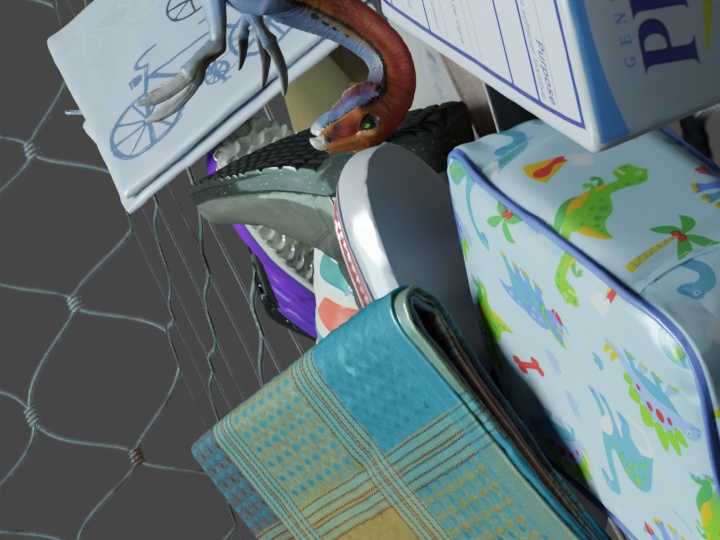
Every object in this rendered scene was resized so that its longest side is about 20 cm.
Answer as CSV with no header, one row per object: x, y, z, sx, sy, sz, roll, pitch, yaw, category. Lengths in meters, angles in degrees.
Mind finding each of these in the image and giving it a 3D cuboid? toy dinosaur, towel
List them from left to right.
-0.056,-0.128,0.878,0.201,0.180,0.105,104,-174,-46,toy dinosaur
0.014,0.097,0.885,0.147,0.022,0.200,53,144,0,towel

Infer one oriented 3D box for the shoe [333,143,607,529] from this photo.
0.023,0.046,0.900,0.091,0.072,0.201,-18,109,37,shoe

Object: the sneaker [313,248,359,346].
0.014,-0.029,1.115,0.200,0.070,0.094,-79,-5,-53,sneaker

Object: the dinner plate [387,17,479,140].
0.050,-0.072,1.062,0.200,0.024,0.201,159,90,-78,dinner plate

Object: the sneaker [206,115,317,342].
-0.039,-0.007,1.242,0.099,0.070,0.200,-6,134,49,sneaker

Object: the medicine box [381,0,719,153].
0.058,-0.159,0.646,0.200,0.102,0.183,-135,26,-64,medicine box

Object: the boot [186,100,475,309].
0.000,0.000,0.982,0.199,0.068,0.131,-4,110,52,boot

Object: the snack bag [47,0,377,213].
-0.095,-0.143,1.235,0.021,0.188,0.200,47,-175,-40,snack bag

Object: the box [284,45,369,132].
-0.011,-0.088,1.326,0.200,0.021,0.164,-126,18,-54,box

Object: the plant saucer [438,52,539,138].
0.035,-0.139,0.878,0.200,0.032,0.201,-24,-90,-90,plant saucer

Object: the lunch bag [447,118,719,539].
0.112,0.033,0.774,0.200,0.082,0.162,44,155,56,lunch bag
